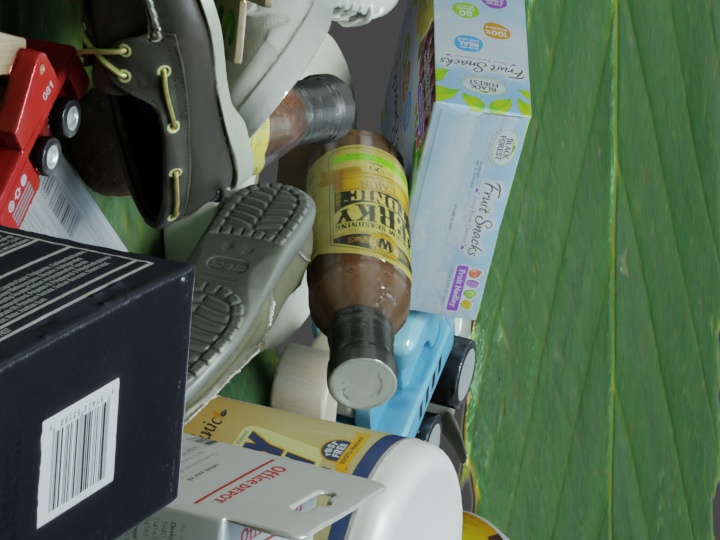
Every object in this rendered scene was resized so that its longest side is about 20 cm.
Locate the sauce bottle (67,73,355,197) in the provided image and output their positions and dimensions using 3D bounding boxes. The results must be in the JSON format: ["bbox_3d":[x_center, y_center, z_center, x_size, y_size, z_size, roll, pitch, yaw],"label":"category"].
[{"bbox_3d":[-0.077,-0.081,1.692,0.199,0.066,0.066,-10,110,-50],"label":"sauce bottle"}]

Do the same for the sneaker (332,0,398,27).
[{"bbox_3d":[-0.012,-0.180,1.821,0.200,0.075,0.081,-43,122,-53],"label":"sneaker"}]

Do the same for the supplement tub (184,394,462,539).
[{"bbox_3d":[-0.056,0.150,1.718,0.144,0.199,0.145,11,90,-68],"label":"supplement tub"}]

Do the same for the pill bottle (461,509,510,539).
[{"bbox_3d":[0.046,0.226,2.114,0.200,0.109,0.110,-6,106,-67],"label":"pill bottle"}]

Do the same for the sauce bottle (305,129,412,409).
[{"bbox_3d":[0.000,0.000,1.772,0.201,0.064,0.065,-94,175,-48],"label":"sauce bottle"}]

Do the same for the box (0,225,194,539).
[{"bbox_3d":[-0.205,0.057,1.324,0.200,0.197,0.124,-29,129,-61],"label":"box"}]

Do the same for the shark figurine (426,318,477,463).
[{"bbox_3d":[0.034,0.045,2.058,0.128,0.089,0.216,-108,-158,-60],"label":"shark figurine"}]

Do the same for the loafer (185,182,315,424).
[{"bbox_3d":[-0.081,0.035,1.704,0.200,0.075,0.070,-50,144,-36],"label":"loafer"}]

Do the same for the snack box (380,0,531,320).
[{"bbox_3d":[0.058,-0.098,1.909,0.201,0.067,0.169,-88,-171,-48],"label":"snack box"}]

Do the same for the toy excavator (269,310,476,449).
[{"bbox_3d":[-0.005,0.060,1.902,0.201,0.099,0.195,83,26,-51],"label":"toy excavator"}]

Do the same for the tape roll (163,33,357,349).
[{"bbox_3d":[-0.058,-0.052,1.837,0.203,0.037,0.204,11,90,-68],"label":"tape roll"}]

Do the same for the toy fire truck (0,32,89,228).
[{"bbox_3d":[-0.187,-0.101,1.490,0.141,0.048,0.201,69,38,-53],"label":"toy fire truck"}]

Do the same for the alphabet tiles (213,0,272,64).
[{"bbox_3d":[-0.081,-0.201,1.566,0.006,0.200,0.168,0,104,-24],"label":"alphabet tiles"}]

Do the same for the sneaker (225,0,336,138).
[{"bbox_3d":[-0.073,-0.157,1.644,0.074,0.115,0.200,-44,-163,31],"label":"sneaker"}]

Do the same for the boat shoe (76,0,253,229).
[{"bbox_3d":[-0.108,-0.105,1.531,0.060,0.072,0.202,-38,136,-21],"label":"boat shoe"}]

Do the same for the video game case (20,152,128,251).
[{"bbox_3d":[-0.177,0.047,1.617,0.200,0.023,0.183,62,44,-58],"label":"video game case"}]

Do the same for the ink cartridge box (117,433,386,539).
[{"bbox_3d":[-0.099,0.131,1.552,0.116,0.199,0.067,-23,122,-64],"label":"ink cartridge box"}]
